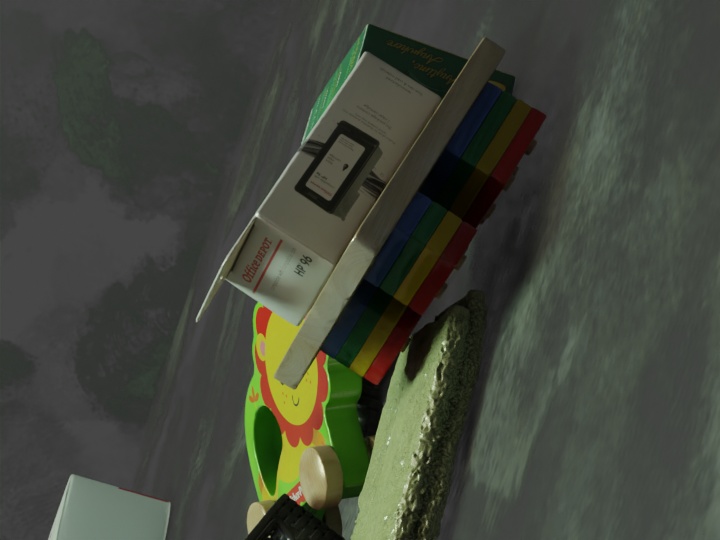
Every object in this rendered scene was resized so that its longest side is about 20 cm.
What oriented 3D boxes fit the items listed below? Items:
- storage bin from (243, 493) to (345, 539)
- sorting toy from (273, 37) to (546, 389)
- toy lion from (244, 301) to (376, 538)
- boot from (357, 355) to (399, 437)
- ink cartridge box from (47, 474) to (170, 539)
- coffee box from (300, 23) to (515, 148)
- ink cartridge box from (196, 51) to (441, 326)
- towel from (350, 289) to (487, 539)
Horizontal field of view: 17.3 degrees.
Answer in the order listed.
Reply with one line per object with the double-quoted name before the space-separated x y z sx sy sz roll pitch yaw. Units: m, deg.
"storage bin" -0.076 0.271 1.708 0.135 0.094 0.200 -48 -7 -37
"sorting toy" 0.040 -0.024 1.608 0.200 0.069 0.199 -58 -1 -35
"toy lion" -0.044 0.099 1.769 0.200 0.068 0.192 -50 52 57
"boot" -0.019 0.107 1.882 0.200 0.067 0.131 143 140 -71
"ink cartridge box" -0.355 0.406 3.167 0.145 0.145 0.200 -85 14 -51
"coffee box" 0.033 -0.118 1.796 0.200 0.123 0.044 129 159 -71
"ink cartridge box" -0.030 -0.041 1.655 0.200 0.068 0.116 -57 -1 -27
"towel" 0.039 0.120 1.599 0.148 0.036 0.201 133 154 -69
